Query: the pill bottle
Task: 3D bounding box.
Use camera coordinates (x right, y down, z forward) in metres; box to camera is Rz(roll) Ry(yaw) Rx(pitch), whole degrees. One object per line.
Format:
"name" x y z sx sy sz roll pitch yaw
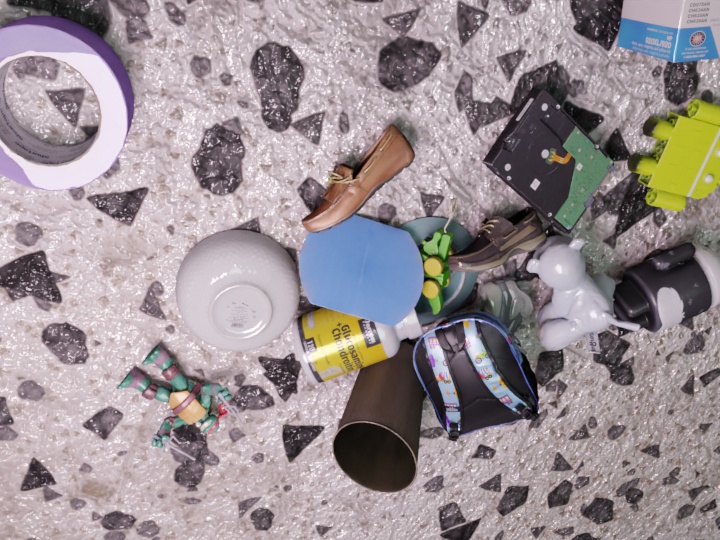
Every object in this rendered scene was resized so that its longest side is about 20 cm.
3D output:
"pill bottle" -0.004 0.099 1.063 0.197 0.113 0.113 -21 120 4

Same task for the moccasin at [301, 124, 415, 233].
"moccasin" -0.012 -0.134 0.974 0.200 0.074 0.078 -39 110 11

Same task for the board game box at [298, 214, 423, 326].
"board game box" 0.000 0.000 1.024 0.196 0.039 0.161 16 68 -8

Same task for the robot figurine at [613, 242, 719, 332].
"robot figurine" 0.548 0.031 1.168 0.197 0.150 0.127 -23 83 0

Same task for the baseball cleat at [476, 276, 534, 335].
"baseball cleat" 0.262 0.107 1.166 0.104 0.070 0.203 -16 122 -9

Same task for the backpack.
"backpack" 0.185 0.154 1.082 0.180 0.135 0.202 -21 108 23

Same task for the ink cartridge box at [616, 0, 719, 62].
"ink cartridge box" 0.470 -0.410 0.909 0.144 0.145 0.204 -7 117 -9

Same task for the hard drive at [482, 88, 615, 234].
"hard drive" 0.302 -0.170 1.039 0.199 0.038 0.141 33 94 -25

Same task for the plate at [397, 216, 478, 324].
"plate" 0.111 0.008 1.104 0.196 0.026 0.204 -5 117 -10

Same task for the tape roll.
"tape roll" -0.394 -0.212 0.835 0.196 0.085 0.204 -6 119 -10

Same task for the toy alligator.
"toy alligator" 0.116 -0.026 1.046 0.053 0.059 0.204 17 119 24

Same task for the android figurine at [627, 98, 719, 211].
"android figurine" 0.550 -0.190 1.102 0.196 0.041 0.185 11 113 -17

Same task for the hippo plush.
"hippo plush" 0.334 0.034 1.095 0.158 0.201 0.161 -35 102 20

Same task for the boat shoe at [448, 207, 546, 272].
"boat shoe" 0.216 -0.052 1.061 0.198 0.074 0.075 -21 102 -31

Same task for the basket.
"basket" 0.042 0.227 1.082 0.133 0.202 0.183 -1 129 16

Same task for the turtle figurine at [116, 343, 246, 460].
"turtle figurine" -0.289 0.221 1.073 0.150 0.101 0.200 -46 103 -5

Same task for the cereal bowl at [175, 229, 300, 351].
"cereal bowl" -0.186 0.044 1.017 0.196 0.084 0.204 -6 117 -12
